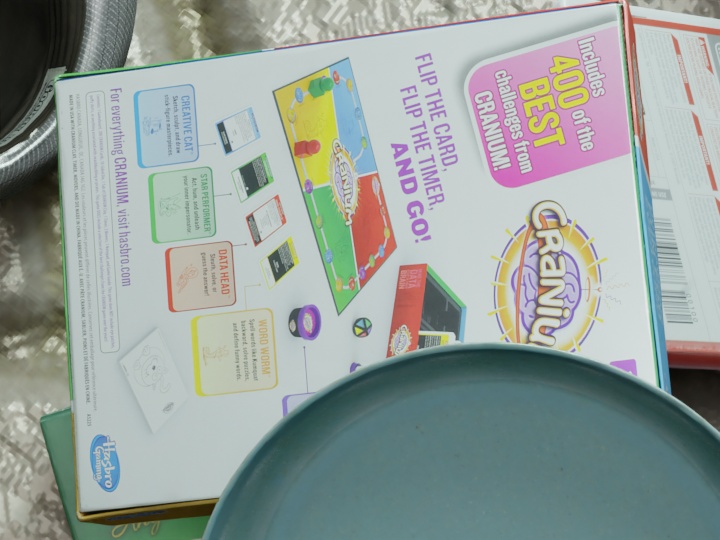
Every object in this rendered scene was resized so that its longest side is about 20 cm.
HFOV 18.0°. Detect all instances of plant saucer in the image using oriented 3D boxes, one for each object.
[{"bbox_3d":[0.045,0.116,0.719,0.198,0.027,0.202,2,105,9],"label":"plant saucer"}]

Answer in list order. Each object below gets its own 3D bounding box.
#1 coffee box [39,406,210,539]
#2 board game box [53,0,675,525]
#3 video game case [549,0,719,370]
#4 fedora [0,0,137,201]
[{"bbox_3d":[-0.039,0.135,0.879,0.122,0.044,0.202,-19,78,-4],"label":"coffee box"},{"bbox_3d":[0.000,0.000,0.761,0.198,0.040,0.155,-6,79,11],"label":"board game box"},{"bbox_3d":[0.166,-0.028,0.867,0.198,0.017,0.144,4,63,-32],"label":"video game case"},{"bbox_3d":[-0.182,-0.120,0.901,0.175,0.090,0.202,-12,94,-27],"label":"fedora"}]
